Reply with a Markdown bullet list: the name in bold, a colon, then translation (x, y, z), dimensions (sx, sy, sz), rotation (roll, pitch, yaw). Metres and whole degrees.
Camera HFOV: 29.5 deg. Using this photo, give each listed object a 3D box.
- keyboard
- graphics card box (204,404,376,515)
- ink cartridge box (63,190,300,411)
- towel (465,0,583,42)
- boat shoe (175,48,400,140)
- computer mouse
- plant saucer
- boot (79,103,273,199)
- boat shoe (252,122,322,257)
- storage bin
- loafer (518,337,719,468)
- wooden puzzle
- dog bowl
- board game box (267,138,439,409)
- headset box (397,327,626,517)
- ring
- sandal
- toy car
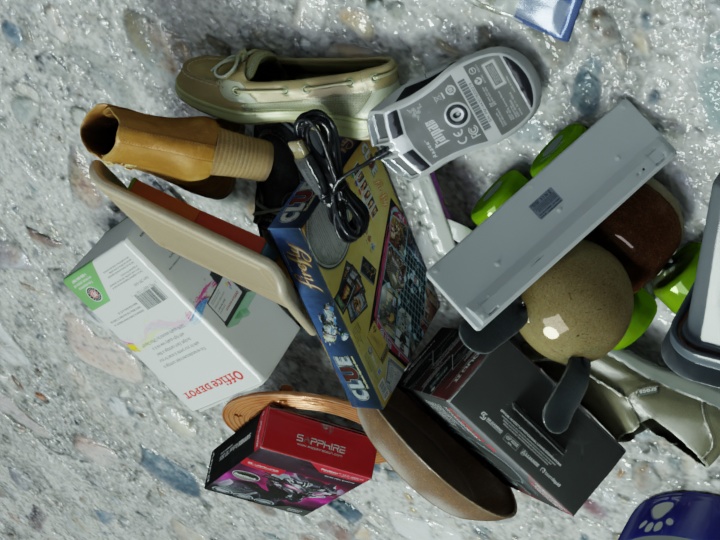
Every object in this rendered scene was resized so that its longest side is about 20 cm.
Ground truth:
- **keyboard**: translation (0.137, -0.042, 0.972), dimensions (0.056, 0.200, 0.011), rotation (46, 168, 14)
- **graphics card box**: translation (-0.077, 0.204, 1.441), dimensions (0.125, 0.051, 0.200), rotation (18, 154, -18)
- **ink cartridge box**: translation (-0.182, 0.036, 1.390), dimensions (0.200, 0.084, 0.145), rotation (47, 142, -14)
- **towel**: translation (0.074, -0.251, 0.938), dimensions (0.199, 0.024, 0.147), rotation (26, 140, 10)
- **boat shoe**: translation (-0.060, -0.156, 1.109), dimensions (0.200, 0.073, 0.063), rotation (15, 127, 24)
- **computer mouse**: translation (0.047, -0.108, 1.049), dimensions (0.199, 0.044, 0.110), rotation (-26, 108, 16)
- **plant saucer**: translation (0.061, 0.164, 1.262), dimensions (0.200, 0.200, 0.037), rotation (42, 101, -7)
- **boot**: translation (-0.167, -0.107, 1.155), dimensions (0.143, 0.071, 0.201), rotation (11, 179, -21)
- **boat shoe**: translation (-0.060, -0.056, 1.209), dimensions (0.072, 0.071, 0.201), rotation (12, 137, 29)
- **storage bin**: translation (0.290, -0.025, 0.879), dimensions (0.145, 0.200, 0.135), rotation (15, 129, 25)
- **loafer**: translation (0.221, 0.106, 1.145), dimensions (0.199, 0.070, 0.075), rotation (21, 170, 18)
- **wooden puzzle**: translation (-0.126, -0.022, 1.174), dimensions (0.200, 0.037, 0.185), rotation (30, 172, 13)
- **dog bowl**: translation (0.330, 0.303, 1.280), dimensions (0.199, 0.079, 0.201), rotation (21, 140, 19)
- **board game box**: translation (0.000, 0.000, 1.168), dimensions (0.034, 0.136, 0.200), rotation (1, 130, 32)
- **headset box**: translation (0.128, 0.127, 1.185), dimensions (0.149, 0.077, 0.200), rotation (42, 172, -10)
- **ring**: translation (-0.045, 0.161, 1.419), dimensions (0.199, 0.019, 0.201), rotation (9, 154, 4)
- **sandal**: translation (0.083, -0.031, 1.138), dimensions (0.050, 0.083, 0.203), rotation (-25, 122, 2)
- **toy car**: translation (0.150, 0.024, 1.023), dimensions (0.164, 0.200, 0.158), rotation (42, 142, -8)
